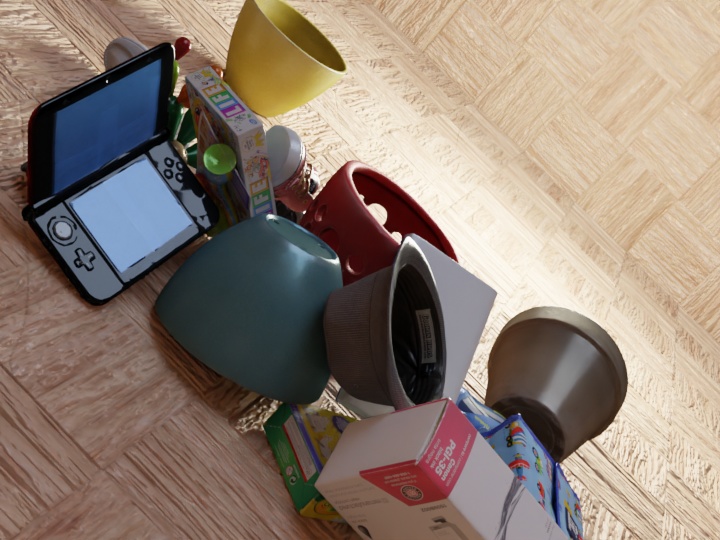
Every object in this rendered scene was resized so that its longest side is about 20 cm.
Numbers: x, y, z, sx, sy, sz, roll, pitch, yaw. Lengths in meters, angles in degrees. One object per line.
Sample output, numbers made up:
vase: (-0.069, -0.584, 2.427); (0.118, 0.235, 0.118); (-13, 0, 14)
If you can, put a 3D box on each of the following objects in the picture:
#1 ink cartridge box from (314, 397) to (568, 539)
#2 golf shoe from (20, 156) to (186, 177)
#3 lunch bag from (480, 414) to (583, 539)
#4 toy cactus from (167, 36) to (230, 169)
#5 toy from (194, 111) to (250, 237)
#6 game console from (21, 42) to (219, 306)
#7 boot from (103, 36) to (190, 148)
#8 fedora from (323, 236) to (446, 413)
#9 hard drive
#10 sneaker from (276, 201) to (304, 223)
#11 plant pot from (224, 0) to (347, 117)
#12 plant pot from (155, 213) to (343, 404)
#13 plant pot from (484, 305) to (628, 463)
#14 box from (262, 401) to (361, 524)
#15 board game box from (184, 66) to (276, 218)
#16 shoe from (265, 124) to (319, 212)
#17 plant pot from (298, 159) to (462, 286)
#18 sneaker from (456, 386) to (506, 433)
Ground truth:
ink cartridge box: (0.077, 0.226, 1.059); (0.201, 0.145, 0.083); (50, 47, -19)
golf shoe: (-0.274, -0.106, 1.220); (0.078, 0.088, 0.199); (53, 24, 23)
lunch bag: (0.207, 0.295, 1.331); (0.200, 0.093, 0.152); (44, 30, -31)
toy cactus: (-0.217, -0.169, 1.362); (0.101, 0.166, 0.201); (27, -19, 18)
toy: (-0.172, -0.080, 1.294); (0.047, 0.200, 0.116); (-25, 75, -21)
game console: (-0.223, -0.096, 1.116); (0.173, 0.118, 0.200); (53, 46, -3)
boot: (-0.292, -0.233, 1.448); (0.201, 0.073, 0.095); (54, 16, 24)
fedora: (0.020, 0.065, 1.124); (0.200, 0.089, 0.180); (52, 39, -57)
hard drive: (0.065, 0.081, 1.245); (0.131, 0.203, 0.025); (32, -21, -23)
sneaker: (-0.139, -0.122, 1.549); (0.201, 0.075, 0.079); (55, 11, 8)
plant pot: (-0.139, -0.335, 1.843); (0.199, 0.142, 0.201); (36, 21, -16)
plant pot: (-0.093, 0.023, 1.172); (0.198, 0.136, 0.200); (30, 12, -7)
plant pot: (0.245, 0.174, 1.532); (0.200, 0.200, 0.173); (43, 36, 3)
box: (0.000, 0.208, 1.172); (0.199, 0.048, 0.118); (25, 27, -44)
board game box: (-0.144, -0.114, 1.306); (0.034, 0.202, 0.135); (-25, 47, -20)
shoe: (-0.083, -0.119, 1.357); (0.090, 0.073, 0.199); (17, -9, -22)
plant pot: (0.000, 0.000, 1.383); (0.199, 0.183, 0.201); (36, 21, -16)
sneaker: (0.126, 0.197, 1.394); (0.198, 0.074, 0.083); (28, 27, -33)
